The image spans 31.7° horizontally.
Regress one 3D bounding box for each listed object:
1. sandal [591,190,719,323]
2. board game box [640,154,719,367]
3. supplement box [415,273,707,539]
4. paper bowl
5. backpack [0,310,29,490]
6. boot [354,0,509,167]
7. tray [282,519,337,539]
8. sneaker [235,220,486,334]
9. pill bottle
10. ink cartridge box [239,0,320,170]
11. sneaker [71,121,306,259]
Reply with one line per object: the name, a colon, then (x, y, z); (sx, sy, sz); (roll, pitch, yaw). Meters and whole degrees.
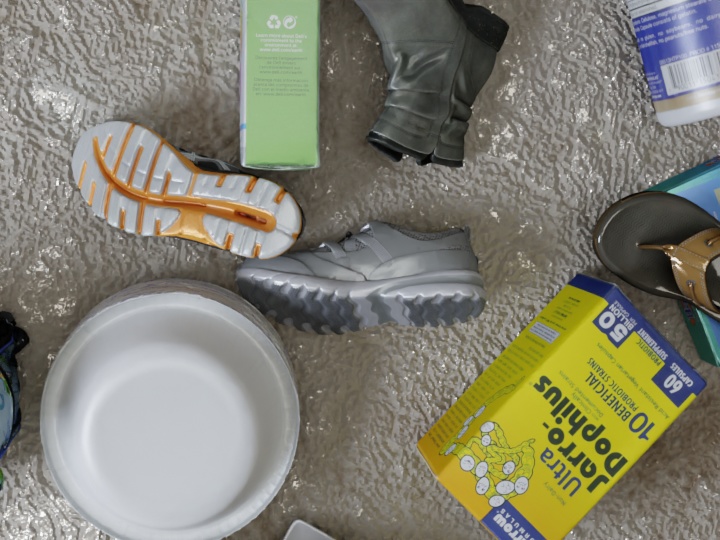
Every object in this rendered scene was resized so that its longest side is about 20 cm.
sandal: (0.275, 0.005, 0.987); (0.199, 0.055, 0.082); (34, 92, -7)
board game box: (0.346, -0.033, 1.040); (0.198, 0.045, 0.154); (-24, 97, -3)
supplement box: (0.154, 0.115, 1.000); (0.109, 0.110, 0.200); (44, 90, -7)
paper bowl: (-0.144, 0.114, 0.965); (0.197, 0.104, 0.204); (-1, 100, -5)
backpack: (-0.336, 0.118, 0.904); (0.180, 0.200, 0.150); (-5, 95, -6)
boot: (0.033, -0.153, 0.947); (0.199, 0.067, 0.133); (20, 89, -45)
tray: (0.004, 0.295, 1.042); (0.198, 0.022, 0.108); (31, 90, -7)
sneaker: (0.000, 0.000, 1.008); (0.196, 0.075, 0.083); (2, 59, -1)
pill bottle: (0.264, -0.224, 0.981); (0.118, 0.120, 0.203); (-16, 96, -4)
ink cartridge box: (-0.062, -0.178, 0.958); (0.058, 0.104, 0.204); (0, 94, -7)
sneaker: (-0.132, -0.057, 0.978); (0.198, 0.077, 0.079); (23, 96, 11)
